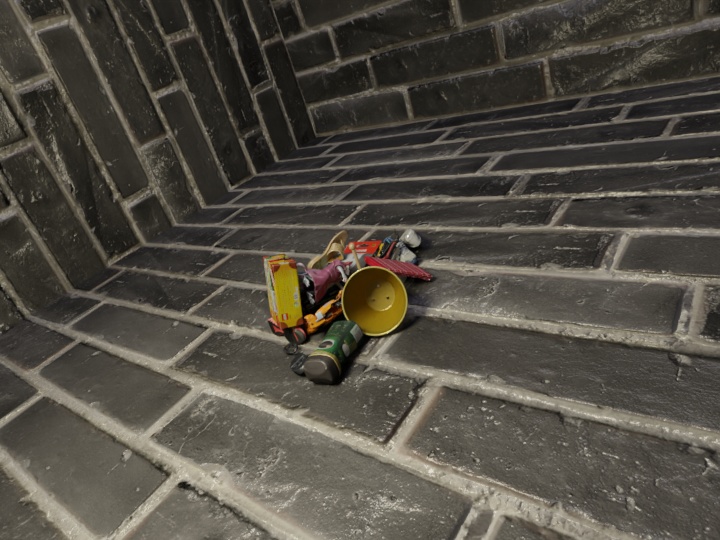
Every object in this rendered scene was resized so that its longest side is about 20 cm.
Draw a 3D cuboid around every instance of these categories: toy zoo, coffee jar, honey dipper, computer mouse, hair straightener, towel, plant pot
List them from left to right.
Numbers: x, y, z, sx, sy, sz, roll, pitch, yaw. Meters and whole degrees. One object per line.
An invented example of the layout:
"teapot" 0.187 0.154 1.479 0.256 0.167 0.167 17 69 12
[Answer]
"computer mouse" -0.192 0.266 1.578 0.059 0.034 0.200 -43 25 -7
"coffee jar" -0.076 0.233 1.484 0.103 0.087 0.200 -8 28 35
"honey dipper" 0.000 0.000 1.739 0.037 0.203 0.038 -16 26 8
"plant pot" 0.052 0.084 1.593 0.196 0.205 0.142 -14 2 12
"toy zoo" 0.061 -0.025 1.862 0.129 0.020 0.203 3 58 39
"hair straightener" 0.074 -0.060 1.831 0.076 0.041 0.203 10 68 42
"towel" 0.122 -0.008 1.726 0.196 0.023 0.144 8 15 -28

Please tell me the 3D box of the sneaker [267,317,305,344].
"sneaker" -0.227 0.177 1.716 0.086 0.075 0.198 -34 29 -29

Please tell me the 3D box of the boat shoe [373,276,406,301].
"boat shoe" 0.066 0.045 1.748 0.198 0.074 0.061 -27 37 -30

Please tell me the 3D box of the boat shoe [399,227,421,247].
"boat shoe" 0.192 -0.118 1.972 0.072 0.068 0.200 -50 4 -4

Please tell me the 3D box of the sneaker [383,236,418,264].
"sneaker" 0.137 -0.070 1.905 0.076 0.087 0.199 -29 28 -19

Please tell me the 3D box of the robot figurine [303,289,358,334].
"robot figurine" -0.091 0.124 1.667 0.198 0.059 0.145 -35 -6 -20

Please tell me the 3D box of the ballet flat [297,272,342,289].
"ballet flat" -0.148 0.040 1.761 0.196 0.074 0.071 2 14 -30

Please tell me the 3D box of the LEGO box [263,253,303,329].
"LEGO box" -0.245 0.062 1.655 0.076 0.205 0.149 -10 14 -20

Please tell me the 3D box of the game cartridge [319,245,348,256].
"game cartridge" -0.119 -0.035 2.082 0.131 0.042 0.201 0 33 30

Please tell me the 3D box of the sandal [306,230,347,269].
"sandal" -0.091 -0.050 1.817 0.069 0.079 0.212 27 57 31

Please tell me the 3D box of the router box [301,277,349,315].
"router box" -0.126 0.076 1.843 0.197 0.063 0.150 -26 25 -11

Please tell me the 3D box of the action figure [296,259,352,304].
"action figure" -0.108 0.016 1.704 0.149 0.135 0.199 44 57 13

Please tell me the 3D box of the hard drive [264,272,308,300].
"hard drive" -0.229 0.052 1.855 0.197 0.033 0.140 -1 32 36

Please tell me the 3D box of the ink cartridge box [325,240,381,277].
"ink cartridge box" -0.035 -0.057 1.880 0.158 0.048 0.201 0 41 39
